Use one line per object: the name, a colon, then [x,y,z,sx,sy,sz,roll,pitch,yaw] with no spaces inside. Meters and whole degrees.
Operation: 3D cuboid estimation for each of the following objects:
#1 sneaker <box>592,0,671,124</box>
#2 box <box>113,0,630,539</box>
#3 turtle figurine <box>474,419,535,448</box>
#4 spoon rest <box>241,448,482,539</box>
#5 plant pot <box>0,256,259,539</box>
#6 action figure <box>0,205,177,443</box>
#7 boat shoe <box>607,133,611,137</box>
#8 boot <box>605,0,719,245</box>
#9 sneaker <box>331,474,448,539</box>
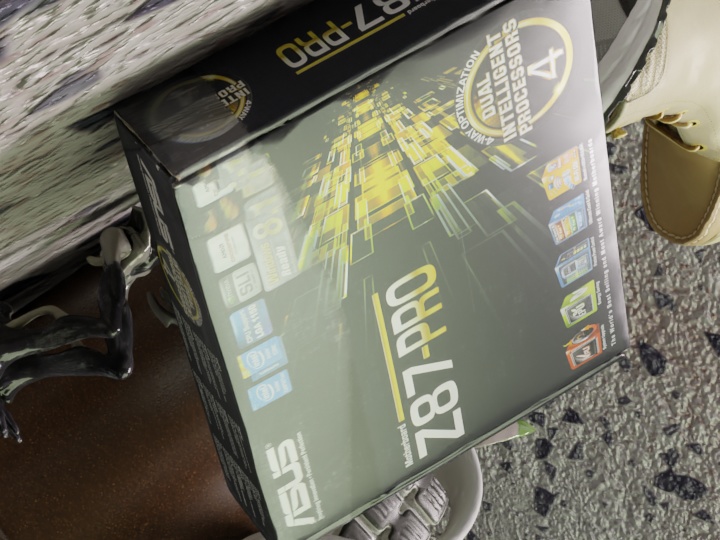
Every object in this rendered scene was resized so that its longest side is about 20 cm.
sneaker: [0.061,-0.074,0.946,0.200,0.079,0.074,-54,-176,-8]
box: [0.012,-0.010,0.795,0.161,0.049,0.200,-28,137,-16]
turtle figurine: [0.064,0.009,1.436,0.144,0.194,0.200,-11,-178,17]
spoon rest: [-0.011,0.139,1.077,0.200,0.061,0.099,-32,158,-36]
plant pot: [-0.119,0.086,1.105,0.198,0.200,0.200,-38,178,2]
action figure: [-0.071,0.010,0.968,0.200,0.102,0.119,-29,167,-9]
boat shoe: [0.071,-0.086,1.255,0.200,0.075,0.068,-25,-163,19]
boot: [0.144,-0.084,1.128,0.155,0.073,0.200,-27,137,-43]
sneaker: [-0.037,0.141,1.186,0.200,0.081,0.083,-43,-159,-14]
